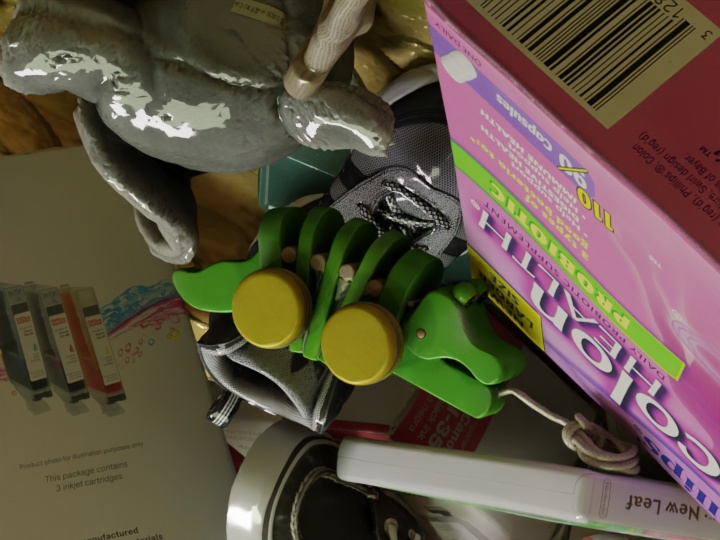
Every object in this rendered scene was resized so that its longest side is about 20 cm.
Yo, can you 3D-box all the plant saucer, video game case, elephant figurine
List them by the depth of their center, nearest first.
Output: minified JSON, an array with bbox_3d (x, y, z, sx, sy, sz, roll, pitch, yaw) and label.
[{"bbox_3d":[-0.063,-0.077,0.962,0.141,0.155,0.200,-3,159,-2],"label":"elephant figurine"},{"bbox_3d":[0.113,0.096,1.008,0.182,0.022,0.200,11,175,-26],"label":"video game case"},{"bbox_3d":[0.043,-0.011,1.089,0.200,0.019,0.070,24,153,8],"label":"plant saucer"}]

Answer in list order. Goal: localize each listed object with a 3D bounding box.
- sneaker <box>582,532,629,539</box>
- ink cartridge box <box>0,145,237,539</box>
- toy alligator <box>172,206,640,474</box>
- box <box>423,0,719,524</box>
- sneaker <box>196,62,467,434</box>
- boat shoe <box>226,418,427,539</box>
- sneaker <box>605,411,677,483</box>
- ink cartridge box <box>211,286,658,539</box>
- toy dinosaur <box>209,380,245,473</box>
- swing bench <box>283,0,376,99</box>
[{"bbox_3d":[0.070,0.172,1.067,0.105,0.075,0.200,-14,163,-8],"label":"sneaker"},{"bbox_3d":[-0.162,0.062,1.139,0.144,0.200,0.145,-8,162,-28],"label":"ink cartridge box"},{"bbox_3d":[0.021,0.016,0.928,0.200,0.054,0.059,20,-167,23],"label":"toy alligator"},{"bbox_3d":[0.120,-0.014,0.833,0.176,0.097,0.200,45,167,24],"label":"box"},{"bbox_3d":[0.000,0.000,1.013,0.075,0.114,0.200,37,140,-9],"label":"sneaker"},{"bbox_3d":[0.000,0.124,1.112,0.064,0.071,0.200,18,164,25],"label":"boat shoe"},{"bbox_3d":[0.148,0.058,1.031,0.076,0.081,0.200,8,156,-6],"label":"sneaker"},{"bbox_3d":[0.045,0.093,1.186,0.146,0.083,0.200,1,146,49],"label":"ink cartridge box"},{"bbox_3d":[-0.123,0.076,1.250,0.200,0.105,0.181,42,166,-25],"label":"toy dinosaur"},{"bbox_3d":[-0.053,-0.180,0.753,0.200,0.130,0.199,24,154,-7],"label":"swing bench"}]
